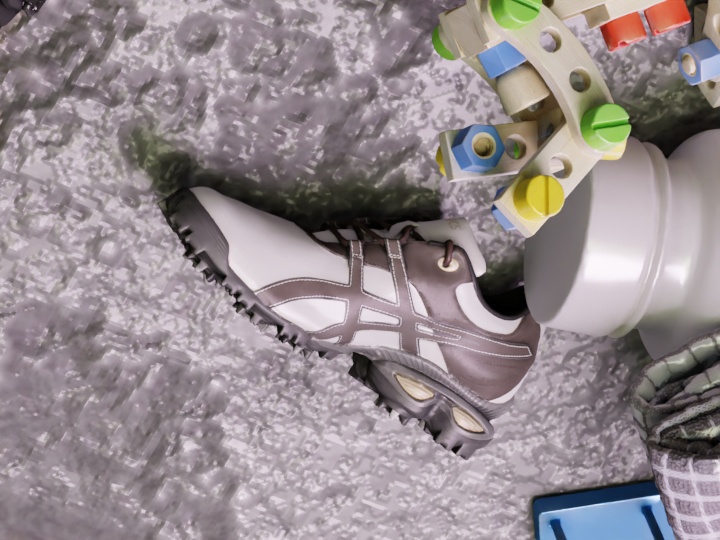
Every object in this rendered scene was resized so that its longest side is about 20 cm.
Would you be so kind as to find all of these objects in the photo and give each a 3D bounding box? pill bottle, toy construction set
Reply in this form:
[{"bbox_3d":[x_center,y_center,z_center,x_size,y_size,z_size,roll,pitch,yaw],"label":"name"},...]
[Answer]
[{"bbox_3d":[0.182,-0.003,1.282,0.200,0.114,0.114,10,117,-15],"label":"pill bottle"},{"bbox_3d":[0.113,-0.100,1.200,0.200,0.092,0.131,-20,89,-39],"label":"toy construction set"}]

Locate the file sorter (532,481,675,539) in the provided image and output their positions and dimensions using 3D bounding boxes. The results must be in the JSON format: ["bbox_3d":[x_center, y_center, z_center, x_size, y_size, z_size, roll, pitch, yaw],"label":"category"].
[{"bbox_3d":[0.196,0.186,1.386,0.200,0.123,0.139,-8,119,-5],"label":"file sorter"}]

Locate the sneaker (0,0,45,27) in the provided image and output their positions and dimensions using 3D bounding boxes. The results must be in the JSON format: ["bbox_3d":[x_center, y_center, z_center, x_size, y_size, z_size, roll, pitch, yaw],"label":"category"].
[{"bbox_3d":[-0.118,-0.145,1.135,0.200,0.077,0.111,20,102,-54],"label":"sneaker"}]

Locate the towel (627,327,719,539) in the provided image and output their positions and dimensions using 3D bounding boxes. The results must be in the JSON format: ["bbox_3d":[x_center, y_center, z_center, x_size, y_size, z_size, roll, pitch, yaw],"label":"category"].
[{"bbox_3d":[0.232,0.089,1.233,0.200,0.086,0.166,-20,127,6],"label":"towel"}]

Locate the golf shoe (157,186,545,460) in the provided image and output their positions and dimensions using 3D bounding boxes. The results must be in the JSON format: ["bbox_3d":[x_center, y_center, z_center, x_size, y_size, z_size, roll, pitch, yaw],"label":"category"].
[{"bbox_3d":[0.000,0.000,1.285,0.200,0.078,0.095,33,97,-31],"label":"golf shoe"}]
